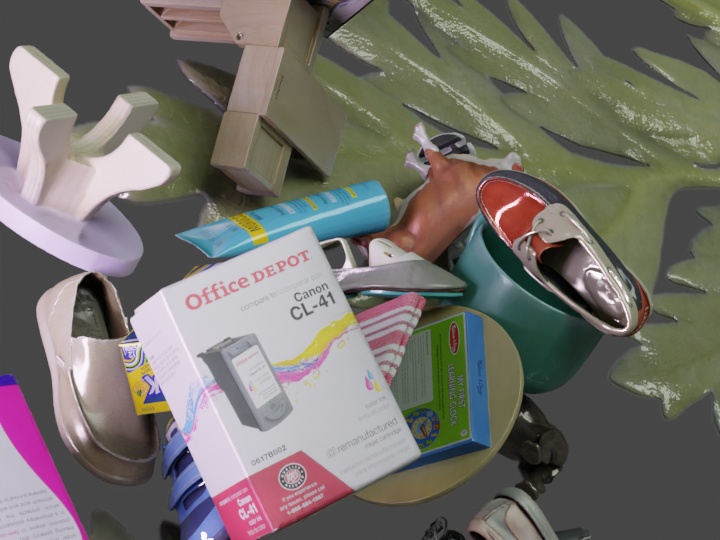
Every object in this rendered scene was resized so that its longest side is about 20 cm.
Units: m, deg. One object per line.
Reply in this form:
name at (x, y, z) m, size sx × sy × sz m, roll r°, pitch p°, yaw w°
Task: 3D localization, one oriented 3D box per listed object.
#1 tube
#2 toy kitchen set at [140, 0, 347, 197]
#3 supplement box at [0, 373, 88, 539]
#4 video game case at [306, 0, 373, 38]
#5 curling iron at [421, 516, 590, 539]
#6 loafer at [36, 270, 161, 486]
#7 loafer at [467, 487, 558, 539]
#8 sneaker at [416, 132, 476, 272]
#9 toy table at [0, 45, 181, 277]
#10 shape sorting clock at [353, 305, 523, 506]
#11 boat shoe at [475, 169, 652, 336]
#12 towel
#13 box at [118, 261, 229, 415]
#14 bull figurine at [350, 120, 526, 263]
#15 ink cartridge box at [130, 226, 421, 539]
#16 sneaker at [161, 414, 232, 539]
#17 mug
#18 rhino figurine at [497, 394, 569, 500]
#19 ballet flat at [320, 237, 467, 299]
tube at (-0.069, -0.042, 1.616) m, size 0.198 × 0.051 × 0.077 m, roll -14°, pitch 17°, yaw -26°
toy kitchen set at (-0.127, -0.175, 1.730) m, size 0.163 × 0.179 × 0.202 m, roll 40°, pitch 62°, yaw -60°
supplement box at (-0.275, 0.192, 1.251) m, size 0.101 × 0.104 × 0.201 m, roll -7°, pitch 57°, yaw -41°
video game case at (-0.080, -0.294, 1.686) m, size 0.179 × 0.200 × 0.026 m, roll 19°, pitch 77°, yaw -17°
curling iron at (0.137, 0.245, 1.557) m, size 0.199 × 0.026 × 0.050 m, roll 2°, pitch 55°, yaw -35°
loafer at (-0.216, 0.084, 1.416) m, size 0.075 × 0.068 × 0.201 m, roll -4°, pitch 56°, yaw -38°
loafer at (0.163, 0.290, 1.502) m, size 0.063 × 0.072 × 0.201 m, roll -30°, pitch 85°, yaw -32°
sneaker at (0.117, -0.041, 1.771) m, size 0.074 × 0.081 × 0.202 m, roll -16°, pitch 74°, yaw 2°
toy table at (-0.254, -0.098, 1.482) m, size 0.199 × 0.118 × 0.184 m, roll 33°, pitch 21°, yaw 4°
shape sorting clock at (0.052, 0.118, 1.507) m, size 0.039 × 0.199 × 0.201 m, roll 47°, pitch 29°, yaw -42°
boat shoe at (0.176, -0.016, 1.526) m, size 0.200 × 0.071 × 0.062 m, roll 44°, pitch 24°, yaw 12°
towel at (-0.024, 0.107, 1.483) m, size 0.030 × 0.146 × 0.201 m, roll 50°, pitch 37°, yaw -22°
box at (-0.133, 0.052, 1.447) m, size 0.200 × 0.069 × 0.065 m, roll -53°, pitch 133°, yaw -67°
bull figurine at (0.073, -0.070, 1.707) m, size 0.121 × 0.065 × 0.200 m, roll 41°, pitch 76°, yaw 20°
ink cartridge box at (-0.066, 0.089, 1.310) m, size 0.147 × 0.086 × 0.201 m, roll -24°, pitch 86°, yaw -29°
sneaker at (-0.128, 0.162, 1.386) m, size 0.082 × 0.074 × 0.200 m, roll 39°, pitch 22°, yaw -19°
mug at (0.151, 0.036, 1.617) m, size 0.151 × 0.115 × 0.185 m, roll 31°, pitch 25°, yaw 0°
rhino figurine at (0.122, 0.126, 1.628) m, size 0.200 × 0.060 × 0.087 m, roll 49°, pitch 25°, yaw 14°
ballet flat at (0.000, 0.000, 1.567) m, size 0.067 × 0.198 × 0.064 m, roll 6°, pitch 80°, yaw -68°
